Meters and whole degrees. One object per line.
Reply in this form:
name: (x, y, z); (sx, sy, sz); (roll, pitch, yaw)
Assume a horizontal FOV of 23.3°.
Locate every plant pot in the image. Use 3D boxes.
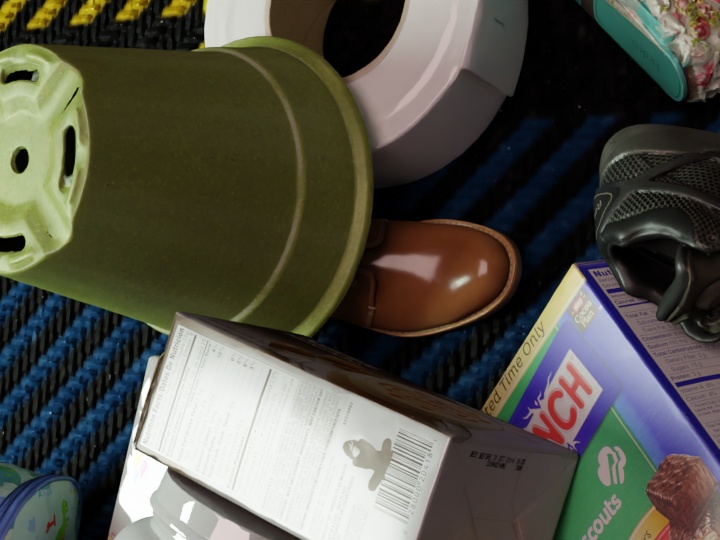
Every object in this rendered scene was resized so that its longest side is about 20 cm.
plant pot: (-0.125, -0.051, 0.987); (0.198, 0.189, 0.203); (-5, 81, 38)

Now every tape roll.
tape roll: (0.003, -0.156, 1.080); (0.200, 0.071, 0.205); (-7, 76, 29)

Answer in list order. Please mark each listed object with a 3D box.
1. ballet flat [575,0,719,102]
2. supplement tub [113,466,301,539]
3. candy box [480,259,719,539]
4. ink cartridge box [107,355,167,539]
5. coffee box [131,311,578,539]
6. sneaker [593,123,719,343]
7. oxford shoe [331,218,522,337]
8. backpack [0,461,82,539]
ballet flat: (0.151, -0.176, 1.006); (0.064, 0.076, 0.200); (-35, 67, -9)
supplement tub: (-0.087, 0.218, 0.918); (0.144, 0.144, 0.202); (25, 93, 32)
candy box: (0.146, 0.120, 0.889); (0.201, 0.076, 0.170); (58, 136, 35)
ink cartridge box: (-0.074, 0.165, 1.052); (0.146, 0.085, 0.202); (10, 84, 31)
coffee box: (-0.006, 0.093, 0.897); (0.199, 0.114, 0.081); (21, 94, 41)
sneaker: (0.210, -0.014, 0.851); (0.197, 0.077, 0.115); (5, 45, 13)
oxford shoe: (0.000, 0.000, 1.051); (0.198, 0.071, 0.072); (-1, 78, 29)
backpack: (-0.235, 0.219, 1.087); (0.145, 0.183, 0.202); (13, 88, 9)
